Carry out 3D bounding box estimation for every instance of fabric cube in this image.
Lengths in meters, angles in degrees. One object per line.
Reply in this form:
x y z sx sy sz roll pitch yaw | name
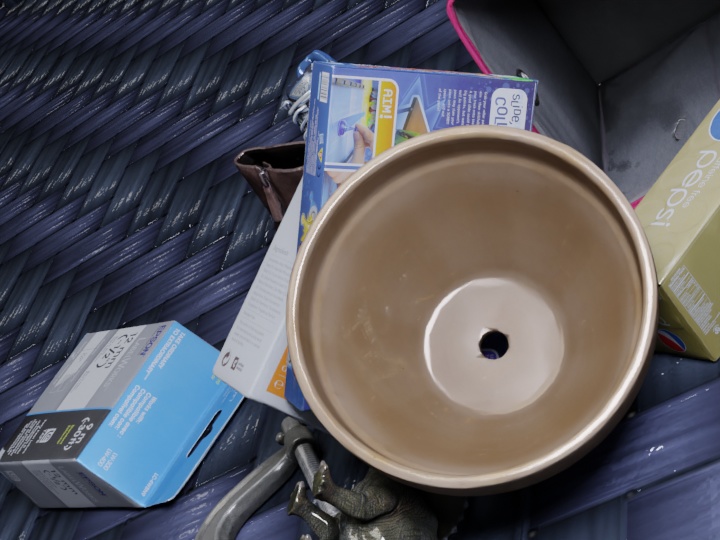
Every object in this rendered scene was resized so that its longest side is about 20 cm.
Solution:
0.188 -0.195 1.051 0.199 0.196 0.200 -30 27 23 | fabric cube

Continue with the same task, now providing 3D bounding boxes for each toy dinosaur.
0.010 0.162 0.851 0.077 0.102 0.201 124 159 -49 | toy dinosaur

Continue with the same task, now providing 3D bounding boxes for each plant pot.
0.066 0.029 0.874 0.199 0.093 0.203 -5 71 14 | plant pot

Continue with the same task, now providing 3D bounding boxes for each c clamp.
-0.045 0.152 1.018 0.170 0.027 0.200 -38 24 6 | c clamp

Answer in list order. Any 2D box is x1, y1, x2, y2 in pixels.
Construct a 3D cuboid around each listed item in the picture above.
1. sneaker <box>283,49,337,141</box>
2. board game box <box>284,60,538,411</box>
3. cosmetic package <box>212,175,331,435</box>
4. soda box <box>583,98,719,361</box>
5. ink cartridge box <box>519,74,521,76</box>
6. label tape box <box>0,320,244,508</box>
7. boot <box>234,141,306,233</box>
-0.034 -0.133 1.408 0.077 0.085 0.200 -34 26 15 | sneaker
0.030 -0.018 0.941 0.034 0.134 0.202 -153 67 -64 | board game box
0.000 0.000 0.996 0.201 0.101 0.071 -66 26 -2 | cosmetic package
0.220 -0.045 0.915 0.200 0.064 0.068 -49 26 -19 | soda box
0.193 -0.228 1.291 0.199 0.042 0.120 -16 35 41 | ink cartridge box
-0.183 0.112 1.243 0.199 0.066 0.144 -12 37 50 | label tape box
-0.032 -0.026 1.126 0.072 0.167 0.199 -50 26 -22 | boot
